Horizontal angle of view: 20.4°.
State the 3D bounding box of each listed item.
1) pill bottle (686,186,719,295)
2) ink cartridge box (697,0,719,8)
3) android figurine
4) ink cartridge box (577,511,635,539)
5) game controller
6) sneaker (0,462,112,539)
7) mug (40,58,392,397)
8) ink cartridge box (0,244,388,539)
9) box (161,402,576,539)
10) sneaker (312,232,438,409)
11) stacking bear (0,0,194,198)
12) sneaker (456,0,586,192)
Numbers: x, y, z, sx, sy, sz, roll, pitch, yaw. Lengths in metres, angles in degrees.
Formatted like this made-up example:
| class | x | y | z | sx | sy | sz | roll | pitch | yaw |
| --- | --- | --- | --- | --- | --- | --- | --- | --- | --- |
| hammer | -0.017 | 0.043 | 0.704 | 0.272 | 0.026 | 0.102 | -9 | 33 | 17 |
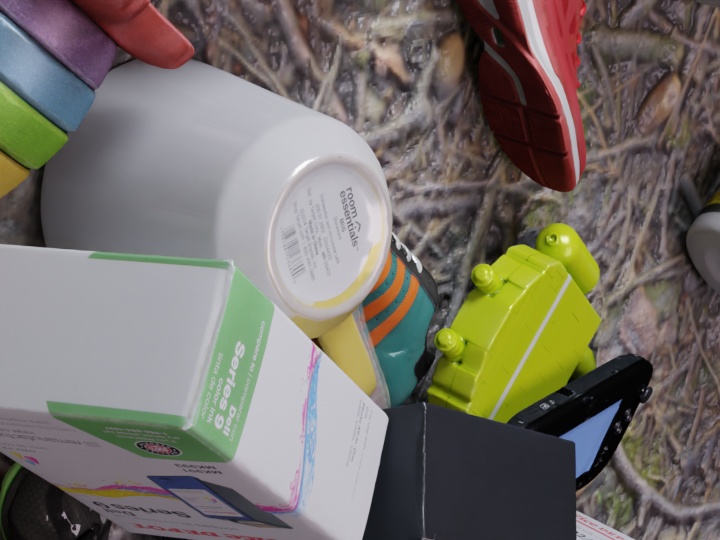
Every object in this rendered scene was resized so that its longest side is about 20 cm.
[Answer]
| class | x | y | z | sx | sy | sz | roll | pitch | yaw |
| --- | --- | --- | --- | --- | --- | --- | --- | --- | --- |
| pill bottle | 0.333 | -0.066 | 1.451 | 0.200 | 0.111 | 0.112 | -51 | 134 | -17 |
| ink cartridge box | 0.243 | -0.241 | 1.264 | 0.200 | 0.145 | 0.084 | 39 | 80 | -45 |
| android figurine | 0.098 | 0.057 | 1.294 | 0.183 | 0.041 | 0.200 | -60 | 151 | -6 |
| ink cartridge box | 0.125 | 0.209 | 1.357 | 0.199 | 0.115 | 0.068 | -1 | 108 | -45 |
| game controller | 0.129 | 0.119 | 1.315 | 0.199 | 0.042 | 0.105 | -21 | 131 | -52 |
| sneaker | -0.159 | 0.176 | 1.090 | 0.076 | 0.083 | 0.202 | 1 | 106 | -45 |
| mug | -0.051 | -0.024 | 1.050 | 0.186 | 0.153 | 0.151 | 27 | 81 | -42 |
| ink cartridge box | -0.091 | 0.068 | 0.986 | 0.200 | 0.144 | 0.088 | 46 | 52 | -58 |
| box | 0.004 | 0.132 | 1.140 | 0.141 | 0.199 | 0.080 | 14 | 70 | -47 |
| sneaker | 0.000 | 0.000 | 1.188 | 0.080 | 0.071 | 0.201 | -37 | 136 | -29 |
| stacking bear | -0.191 | -0.073 | 0.941 | 0.200 | 0.113 | 0.121 | -51 | 164 | -2 |
| sneaker | 0.128 | -0.154 | 1.240 | 0.115 | 0.078 | 0.201 | -39 | 131 | -25 |
